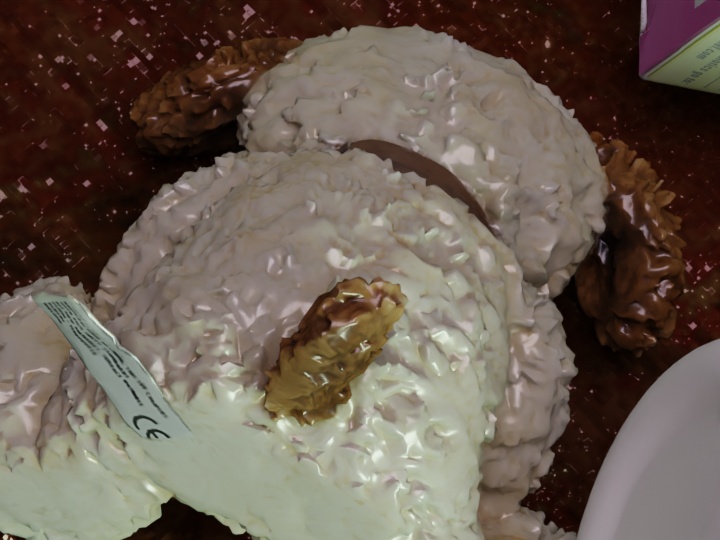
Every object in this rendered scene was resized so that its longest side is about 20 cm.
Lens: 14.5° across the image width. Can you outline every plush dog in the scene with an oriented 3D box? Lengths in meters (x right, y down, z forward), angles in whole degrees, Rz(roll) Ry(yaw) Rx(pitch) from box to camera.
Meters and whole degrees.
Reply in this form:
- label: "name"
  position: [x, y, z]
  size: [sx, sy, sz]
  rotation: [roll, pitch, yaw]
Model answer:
- label: "plush dog"
  position: [0.000, 0.000, 0.784]
  size: [0.199, 0.161, 0.172]
  rotation: [23, 50, 2]

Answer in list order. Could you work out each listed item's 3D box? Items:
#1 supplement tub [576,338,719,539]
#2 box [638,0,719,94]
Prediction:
- label: "supplement tub"
  position: [0.165, 0.100, 0.738]
  size: [0.199, 0.132, 0.133]
  rotation: [16, 72, -19]
- label: "box"
  position: [0.190, -0.136, 0.827]
  size: [0.199, 0.097, 0.177]
  rotation: [9, 72, -20]
